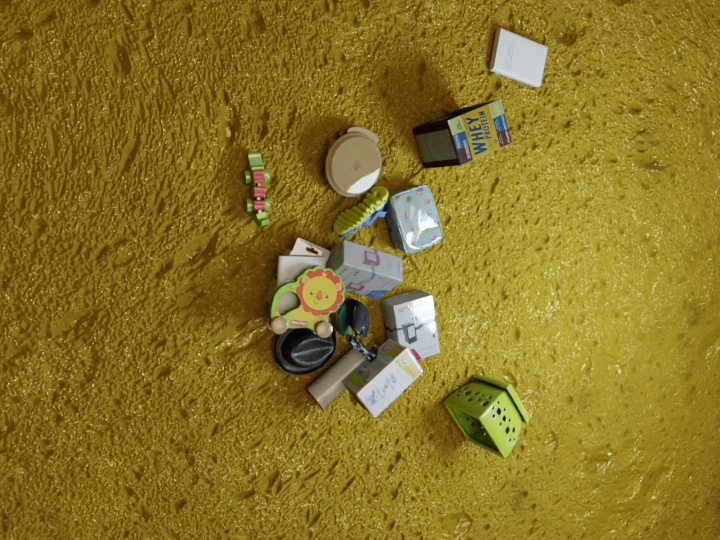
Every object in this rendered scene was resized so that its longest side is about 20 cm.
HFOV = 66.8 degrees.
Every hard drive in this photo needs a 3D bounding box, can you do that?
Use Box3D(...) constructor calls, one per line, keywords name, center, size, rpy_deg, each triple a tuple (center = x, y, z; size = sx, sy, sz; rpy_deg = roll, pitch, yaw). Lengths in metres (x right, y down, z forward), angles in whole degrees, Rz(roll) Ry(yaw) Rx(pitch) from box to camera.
Box3D(name="hard drive", center=(0.523, -0.700, 1.802), size=(0.200, 0.026, 0.132), rpy_deg=(8, 93, -26))
Box3D(name="hard drive", center=(-0.168, 0.059, 1.515), size=(0.132, 0.026, 0.200), rpy_deg=(1, 99, -23))

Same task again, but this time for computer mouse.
Box3D(name="computer mouse", center=(0.017, 0.172, 1.612), size=(0.046, 0.200, 0.140), rpy_deg=(-31, 119, 21))

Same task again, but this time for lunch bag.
Box3D(name="lunch bag", center=(0.165, -0.159, 1.690), size=(0.160, 0.077, 0.200), rpy_deg=(-24, 106, -22))

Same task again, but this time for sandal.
Box3D(name="sandal", center=(0.010, -0.159, 1.621), size=(0.200, 0.080, 0.087), rpy_deg=(-36, 143, -7))

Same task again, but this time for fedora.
Box3D(name="fedora", center=(-0.150, 0.225, 1.585), size=(0.200, 0.092, 0.201), rpy_deg=(-4, 99, -24))

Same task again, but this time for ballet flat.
Box3D(name="ballet flat", center=(-0.081, 0.110, 1.605), size=(0.068, 0.072, 0.200), rpy_deg=(-63, 151, -41))

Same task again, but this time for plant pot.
Box3D(name="plant pot", center=(0.434, 0.475, 1.841), size=(0.181, 0.199, 0.200), rpy_deg=(-40, 111, -21))

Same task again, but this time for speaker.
Box3D(name="speaker", center=(-0.064, 0.321, 1.646), size=(0.200, 0.081, 0.081), rpy_deg=(-40, 111, -16))

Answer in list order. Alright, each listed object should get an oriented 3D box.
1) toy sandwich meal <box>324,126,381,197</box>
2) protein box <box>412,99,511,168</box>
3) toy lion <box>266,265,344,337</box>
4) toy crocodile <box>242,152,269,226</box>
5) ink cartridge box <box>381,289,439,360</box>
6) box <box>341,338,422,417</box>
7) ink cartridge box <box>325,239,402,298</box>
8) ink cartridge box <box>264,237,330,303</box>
Box3D(name="toy sandwich meal", center=(-0.027, -0.316, 1.588), size=(0.205, 0.070, 0.206), rpy_deg=(-11, 112, -28))
Box3D(name="protein box", center=(0.304, -0.409, 1.651), size=(0.198, 0.200, 0.135), rpy_deg=(-26, 107, -20))
Box3D(name="toy lion", center=(-0.143, 0.079, 1.481), size=(0.200, 0.069, 0.192), rpy_deg=(7, 90, -21))
Box3D(name="toy crocodile", center=(-0.279, -0.220, 1.482), size=(0.067, 0.062, 0.200), rpy_deg=(-5, 99, -24))
Box3D(name="ink cartridge box", center=(0.160, 0.177, 1.728), size=(0.145, 0.083, 0.200), rpy_deg=(-15, 104, -22))
Box3D(name="box", center=(0.065, 0.311, 1.600), size=(0.200, 0.112, 0.101), rpy_deg=(-40, 113, -14))
Box3D(name="ink cartridge box", center=(0.000, 0.000, 1.587), size=(0.200, 0.145, 0.085), rpy_deg=(17, 57, -25))
Box3D(name="ink cartridge box", center=(-0.179, 0.015, 1.557), size=(0.116, 0.067, 0.200), rpy_deg=(24, 87, -25))
